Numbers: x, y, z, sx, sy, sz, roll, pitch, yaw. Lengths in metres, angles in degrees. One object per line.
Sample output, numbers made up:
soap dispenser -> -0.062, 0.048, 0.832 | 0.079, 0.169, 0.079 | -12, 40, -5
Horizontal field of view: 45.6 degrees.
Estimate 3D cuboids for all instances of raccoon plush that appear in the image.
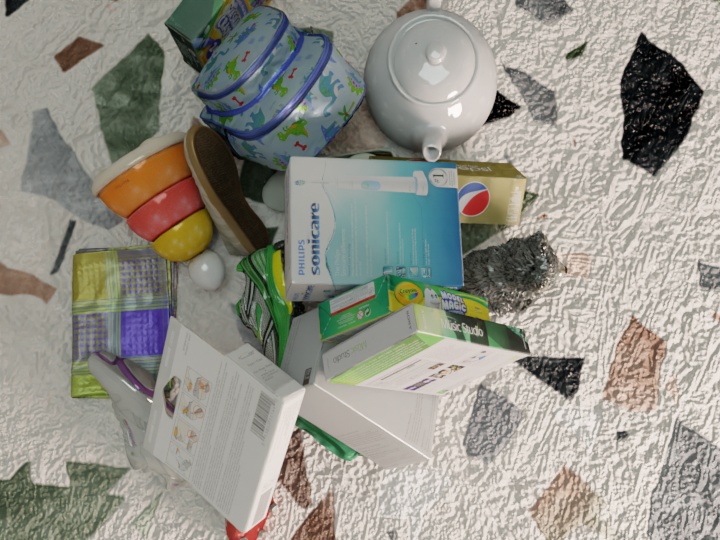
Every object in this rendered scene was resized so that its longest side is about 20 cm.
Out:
raccoon plush -> 0.157, 0.012, 1.071 | 0.196, 0.134, 0.099 | -17, 82, -2

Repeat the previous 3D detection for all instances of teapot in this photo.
teapot -> 0.093, -0.262, 1.111 | 0.197, 0.146, 0.200 | -42, 82, -6

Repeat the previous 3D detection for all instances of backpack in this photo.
backpack -> -0.106, -0.224, 1.064 | 0.184, 0.147, 0.199 | -52, 39, -7

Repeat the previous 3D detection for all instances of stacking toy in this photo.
stacking toy -> -0.240, -0.062, 1.105 | 0.144, 0.146, 0.203 | -30, 95, -4

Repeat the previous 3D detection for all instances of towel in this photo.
towel -> -0.314, 0.065, 1.129 | 0.140, 0.023, 0.205 | -1, 81, 0

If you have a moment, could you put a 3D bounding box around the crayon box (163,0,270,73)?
crayon box -> -0.170, -0.368, 1.142 | 0.051, 0.126, 0.202 | 34, 83, 6

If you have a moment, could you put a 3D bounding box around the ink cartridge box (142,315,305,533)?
ink cartridge box -> -0.162, 0.172, 0.987 | 0.175, 0.044, 0.203 | 33, 121, 23

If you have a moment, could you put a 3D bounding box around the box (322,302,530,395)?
box -> 0.075, 0.092, 0.946 | 0.143, 0.198, 0.037 | -31, 60, 36

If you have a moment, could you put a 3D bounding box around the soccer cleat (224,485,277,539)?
soccer cleat -> -0.149, 0.250, 1.073 | 0.084, 0.068, 0.205 | 13, 102, 34

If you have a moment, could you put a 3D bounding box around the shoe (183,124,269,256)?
shoe -> -0.179, -0.093, 1.082 | 0.052, 0.202, 0.071 | -3, 42, 26

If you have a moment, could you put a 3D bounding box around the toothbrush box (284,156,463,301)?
toothbrush box -> 0.011, -0.044, 0.981 | 0.195, 0.085, 0.150 | 0, 74, -11

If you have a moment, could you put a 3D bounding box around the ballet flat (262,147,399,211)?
ballet flat -> -0.038, -0.129, 1.132 | 0.195, 0.069, 0.071 | -11, 81, 0

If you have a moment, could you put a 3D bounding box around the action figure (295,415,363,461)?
action figure -> -0.047, 0.173, 1.091 | 0.199, 0.055, 0.119 | 40, 82, 11

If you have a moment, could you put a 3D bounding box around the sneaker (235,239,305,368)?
sneaker -> -0.108, 0.069, 1.073 | 0.083, 0.078, 0.204 | -16, 68, 17

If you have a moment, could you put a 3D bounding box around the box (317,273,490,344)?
box -> 0.061, 0.057, 0.972 | 0.116, 0.198, 0.050 | -23, 62, 40

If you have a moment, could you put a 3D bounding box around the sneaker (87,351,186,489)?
sneaker -> -0.278, 0.190, 1.072 | 0.100, 0.075, 0.200 | -44, 94, 3

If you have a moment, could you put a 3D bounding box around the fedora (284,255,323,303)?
fedora -> 0.000, 0.000, 1.088 | 0.195, 0.083, 0.203 | 4, 46, -4

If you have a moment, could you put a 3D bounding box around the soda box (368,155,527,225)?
soda box -> 0.107, -0.103, 1.096 | 0.195, 0.068, 0.065 | 2, 114, -11

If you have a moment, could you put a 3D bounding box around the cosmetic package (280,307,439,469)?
cosmetic package -> 0.001, 0.140, 1.016 | 0.199, 0.080, 0.115 | 38, 48, -27
